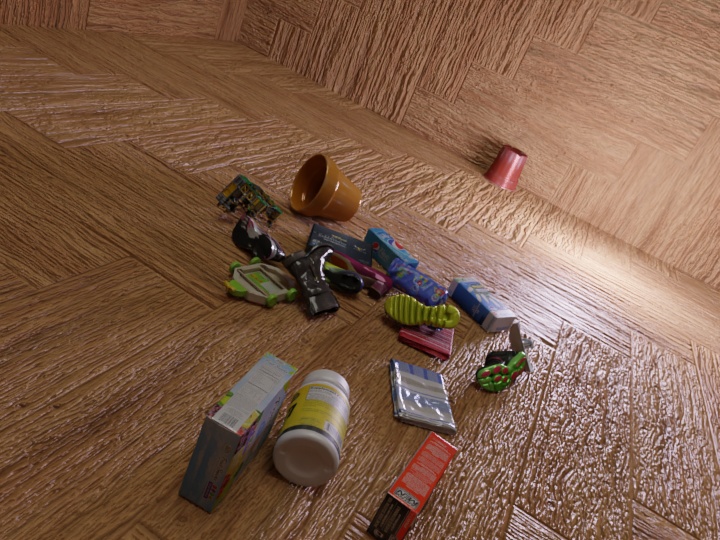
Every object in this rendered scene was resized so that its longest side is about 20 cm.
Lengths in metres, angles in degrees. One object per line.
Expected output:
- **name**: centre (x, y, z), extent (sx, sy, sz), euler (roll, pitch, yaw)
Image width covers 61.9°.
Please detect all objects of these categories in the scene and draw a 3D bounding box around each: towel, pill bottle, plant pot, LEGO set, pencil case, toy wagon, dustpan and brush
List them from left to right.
- **LEGO set**: centre (-0.327, -0.181, 1.736), extent (0.154, 0.116, 0.200), euler (48, 6, 4)
- **toy wagon**: centre (-0.255, 0.033, 1.463), extent (0.155, 0.040, 0.199), euler (37, 30, 26)
- **pill bottle**: centre (-0.079, 0.273, 1.073), extent (0.113, 0.115, 0.200), euler (22, 25, -2)
- **plant pot**: centre (-0.103, -0.253, 1.978), extent (0.182, 0.201, 0.201), euler (25, 21, -36)
- **pencil case**: centre (0.159, 0.047, 1.740), extent (0.199, 0.078, 0.087), euler (34, 66, 18)
- **towel**: centre (0.137, 0.279, 1.346), extent (0.146, 0.024, 0.200), euler (19, 26, -12)
- **towel**: centre (0.179, 0.162, 1.603), extent (0.144, 0.023, 0.200), euler (23, 24, 3)
- **plant pot**: centre (0.816, -0.575, 3.321), extent (0.199, 0.196, 0.201), euler (19, 26, -10)
- **dustpan and brush**: centre (0.450, 0.203, 1.684), extent (0.057, 0.141, 0.200), euler (-15, -1, -5)

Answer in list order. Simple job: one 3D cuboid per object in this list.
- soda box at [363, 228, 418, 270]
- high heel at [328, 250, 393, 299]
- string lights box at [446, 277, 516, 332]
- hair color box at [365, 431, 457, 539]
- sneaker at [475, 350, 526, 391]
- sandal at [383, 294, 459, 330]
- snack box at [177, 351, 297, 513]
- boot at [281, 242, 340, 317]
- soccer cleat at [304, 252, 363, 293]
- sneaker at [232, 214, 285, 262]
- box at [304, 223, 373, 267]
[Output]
- **soda box**: centre (0.091, -0.052, 1.878), extent (0.064, 0.068, 0.200), euler (-2, 36, -41)
- **high heel**: centre (0.000, 0.000, 1.703), extent (0.200, 0.068, 0.096), euler (42, 38, 4)
- **string lights box**: centre (0.365, 0.103, 1.826), extent (0.102, 0.059, 0.200), euler (0, 35, -42)
- **hair color box**: centre (0.093, 0.376, 1.038), extent (0.061, 0.102, 0.200), euler (32, 28, 17)
- **sneaker**: centre (0.348, 0.253, 1.537), extent (0.083, 0.078, 0.199), euler (12, 15, 41)
- **sandal**: centre (0.158, 0.119, 1.582), extent (0.198, 0.080, 0.087), euler (15, -14, 5)
- **snack box**: centre (-0.190, 0.251, 0.958), extent (0.067, 0.170, 0.200), euler (27, 27, 6)
- **boot**: centre (-0.103, 0.028, 1.528), extent (0.199, 0.069, 0.175), euler (-22, 78, -51)
- **soccer cleat**: centre (-0.085, 0.011, 1.643), extent (0.199, 0.065, 0.084), euler (24, -4, 9)
- **sneaker**: centre (-0.275, -0.075, 1.632), extent (0.086, 0.081, 0.200), euler (30, 12, -50)
- **box**: centre (-0.062, -0.059, 1.782), extent (0.198, 0.051, 0.158), euler (20, 25, -7)
